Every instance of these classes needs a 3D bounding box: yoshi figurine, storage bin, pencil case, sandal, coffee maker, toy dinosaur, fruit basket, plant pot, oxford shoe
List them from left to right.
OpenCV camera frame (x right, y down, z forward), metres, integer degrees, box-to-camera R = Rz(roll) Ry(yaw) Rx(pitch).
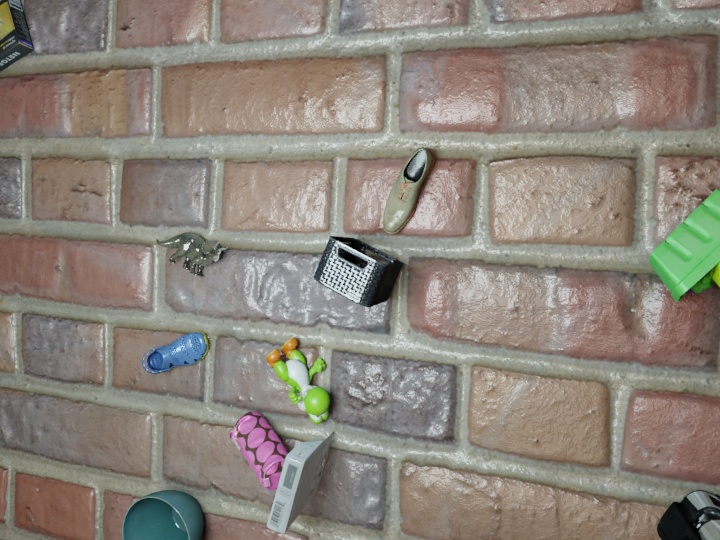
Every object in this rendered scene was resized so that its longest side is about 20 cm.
[{"bbox_3d":[-0.472,0.641,1.322,0.194,0.134,0.207,1,93,17],"label":"plant pot"},{"bbox_3d":[-0.474,0.215,1.334,0.196,0.087,0.081,-26,83,14],"label":"sandal"},{"bbox_3d":[-0.419,-0.049,1.324,0.196,0.077,0.104,25,87,20],"label":"toy dinosaur"},{"bbox_3d":[-0.229,0.419,1.220,0.199,0.092,0.093,29,121,49],"label":"pencil case"},{"bbox_3d":[-0.130,0.258,1.219,0.111,0.112,0.202,-35,85,8],"label":"yoshi figurine"},{"bbox_3d":[0.000,0.000,1.117,0.133,0.199,0.096,27,100,14],"label":"storage bin"},{"bbox_3d":[0.095,-0.176,1.147,0.069,0.075,0.204,25,99,14],"label":"oxford shoe"},{"bbox_3d":[0.615,0.516,0.947,0.190,0.200,0.137,-35,80,13],"label":"coffee maker"},{"bbox_3d":[0.653,-0.014,0.936,0.210,0.155,0.222,-5,80,27],"label":"fruit basket"}]

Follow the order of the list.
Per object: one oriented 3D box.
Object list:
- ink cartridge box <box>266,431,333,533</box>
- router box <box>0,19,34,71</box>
[{"bbox_3d":[-0.129,0.458,1.173,0.056,0.200,0.167,17,97,11],"label":"ink cartridge box"},{"bbox_3d":[-1.033,-0.664,1.490,0.196,0.052,0.161,-20,86,17],"label":"router box"}]
